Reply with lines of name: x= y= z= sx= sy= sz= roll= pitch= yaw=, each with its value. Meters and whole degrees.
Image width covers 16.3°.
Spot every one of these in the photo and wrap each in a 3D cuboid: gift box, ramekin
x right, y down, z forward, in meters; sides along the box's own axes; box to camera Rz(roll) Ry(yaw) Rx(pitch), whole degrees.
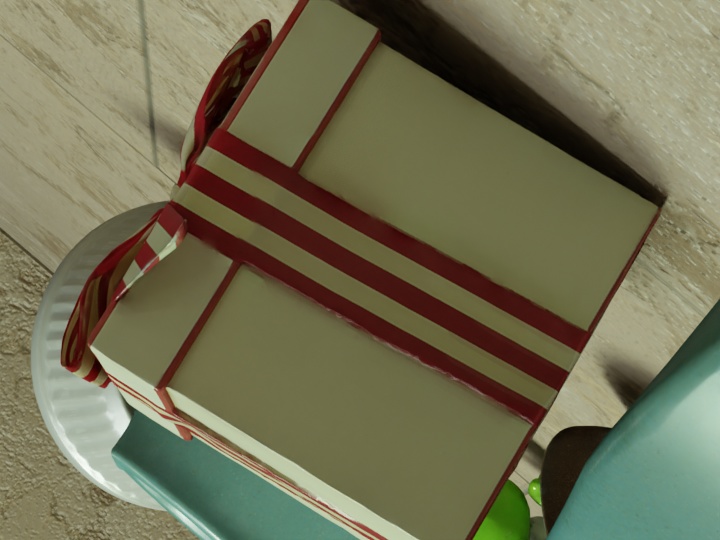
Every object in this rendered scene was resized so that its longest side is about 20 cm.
gift box: x=0.000 y=0.000 z=0.992 sx=0.186 sy=0.185 sz=0.200 roll=30 pitch=166 yaw=6
ramekin: x=-0.101 y=0.053 z=1.592 sx=0.200 sy=0.201 sz=0.105 roll=43 pitch=161 yaw=-16

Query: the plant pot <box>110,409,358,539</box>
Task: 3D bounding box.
plant pot: x=-0.038 y=0.078 z=1.452 sx=0.200 sy=0.188 sz=0.200 roll=40 pitch=171 yaw=8

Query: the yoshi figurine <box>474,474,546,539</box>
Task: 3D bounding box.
yoshi figurine: x=0.115 y=0.183 z=1.562 sx=0.199 sy=0.112 sz=0.113 roll=18 pitch=117 yaw=51

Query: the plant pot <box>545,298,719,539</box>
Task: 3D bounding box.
plant pot: x=0.153 y=0.051 z=0.724 sx=0.141 sy=0.141 sz=0.200 roll=38 pitch=163 yaw=13

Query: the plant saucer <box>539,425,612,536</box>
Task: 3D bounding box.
plant saucer: x=0.161 y=0.160 z=1.241 sx=0.200 sy=0.032 sz=0.201 roll=41 pitch=-150 yaw=-30
